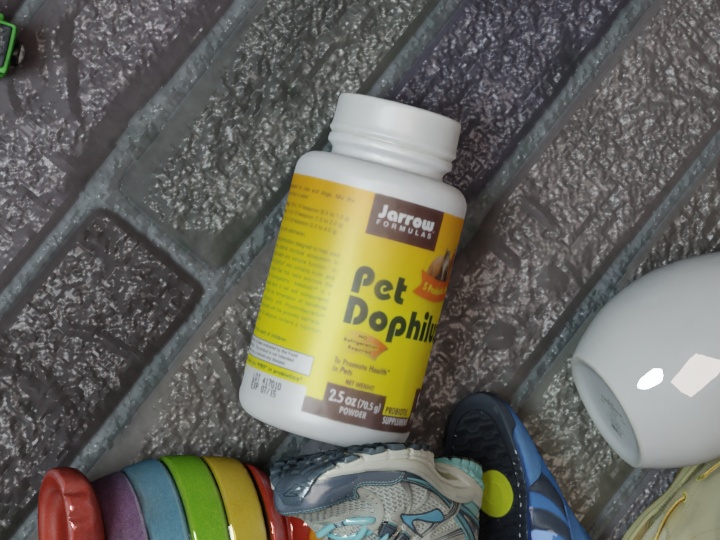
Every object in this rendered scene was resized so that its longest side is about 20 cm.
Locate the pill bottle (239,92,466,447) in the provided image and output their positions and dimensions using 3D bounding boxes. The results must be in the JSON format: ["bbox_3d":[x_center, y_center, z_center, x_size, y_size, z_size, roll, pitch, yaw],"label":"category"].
[{"bbox_3d":[0.000,0.000,0.949,0.108,0.109,0.203,14,91,-12],"label":"pill bottle"}]

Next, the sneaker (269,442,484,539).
[{"bbox_3d":[0.020,0.148,0.907,0.077,0.199,0.088,-11,74,31],"label":"sneaker"}]

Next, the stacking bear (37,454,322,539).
[{"bbox_3d":[-0.086,0.162,0.945,0.198,0.113,0.123,-7,95,-22],"label":"stacking bear"}]

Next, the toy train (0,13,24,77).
[{"bbox_3d":[-0.293,-0.150,0.906,0.197,0.056,0.042,13,91,-12],"label":"toy train"}]

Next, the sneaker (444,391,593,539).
[{"bbox_3d":[0.114,0.173,1.012,0.078,0.066,0.202,-10,77,-49],"label":"sneaker"}]

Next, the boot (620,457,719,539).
[{"bbox_3d":[0.233,0.186,0.985,0.072,0.155,0.201,35,90,-13],"label":"boot"}]

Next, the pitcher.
[{"bbox_3d":[0.247,0.052,0.975,0.198,0.172,0.122,-29,127,-10],"label":"pitcher"}]
